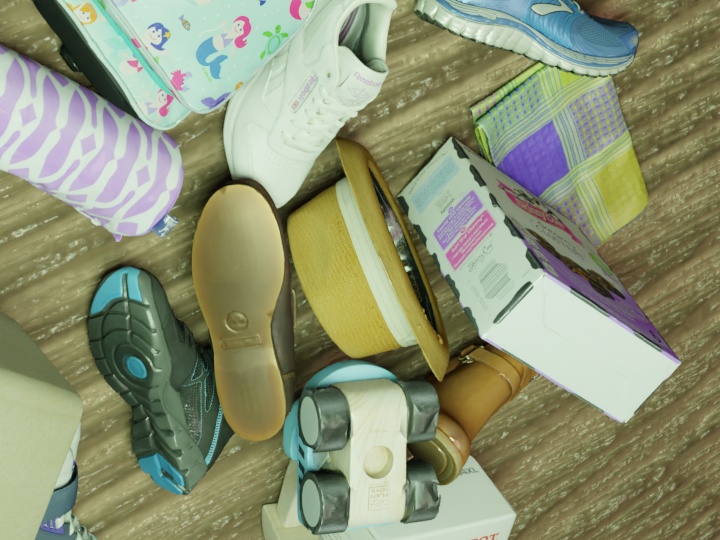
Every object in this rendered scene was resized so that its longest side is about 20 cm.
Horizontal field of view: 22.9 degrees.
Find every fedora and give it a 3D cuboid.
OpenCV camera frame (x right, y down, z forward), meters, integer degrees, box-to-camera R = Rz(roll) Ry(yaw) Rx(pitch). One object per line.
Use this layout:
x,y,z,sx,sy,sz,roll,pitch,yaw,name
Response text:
0.000,0.000,1.345,0.082,0.201,0.201,-22,130,7,fedora

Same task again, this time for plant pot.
-0.299,0.104,1.152,0.177,0.200,0.200,12,107,-37,plant pot

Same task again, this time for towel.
0.173,-0.090,1.504,0.143,0.023,0.200,-34,129,-15,towel

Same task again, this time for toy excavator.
-0.023,0.157,1.402,0.100,0.200,0.195,-4,103,-22,toy excavator

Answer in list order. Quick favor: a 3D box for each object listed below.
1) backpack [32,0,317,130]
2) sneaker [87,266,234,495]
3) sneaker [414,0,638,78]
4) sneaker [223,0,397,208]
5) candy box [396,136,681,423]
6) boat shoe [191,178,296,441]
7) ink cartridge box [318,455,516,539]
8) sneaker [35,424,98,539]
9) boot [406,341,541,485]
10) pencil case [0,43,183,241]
-0.109,-0.212,1.160,0.200,0.150,0.178,-44,128,-14,backpack
-0.147,0.072,1.346,0.082,0.073,0.201,-43,137,-37,sneaker
0.141,-0.208,1.376,0.199,0.079,0.089,12,105,-33,sneaker
-0.036,-0.129,1.283,0.075,0.100,0.201,9,110,-39,sneaker
0.136,0.006,1.395,0.168,0.200,0.072,31,109,-35,candy box
-0.084,0.024,1.326,0.070,0.070,0.201,2,111,7,boat shoe
0.032,0.267,1.535,0.146,0.084,0.201,-8,130,-31,ink cartridge box
-0.223,0.184,1.331,0.200,0.081,0.147,25,103,-36,sneaker
0.100,0.102,1.454,0.155,0.200,0.077,-35,88,-7,boot
-0.211,-0.089,1.197,0.085,0.084,0.200,-40,134,22,pencil case
